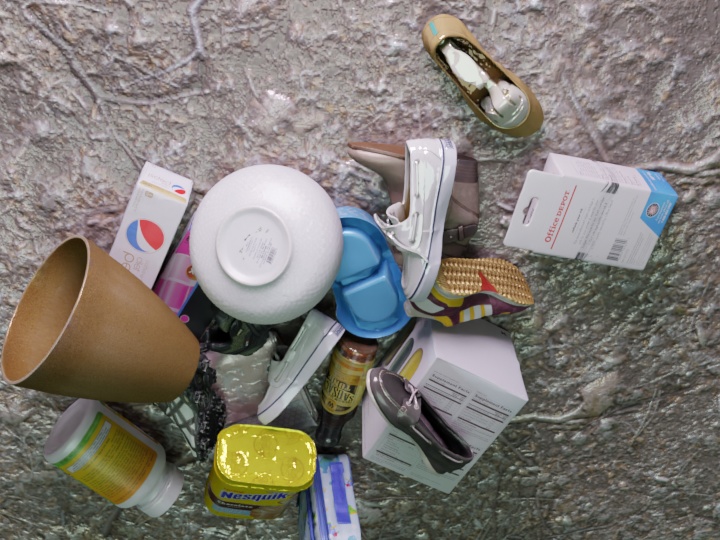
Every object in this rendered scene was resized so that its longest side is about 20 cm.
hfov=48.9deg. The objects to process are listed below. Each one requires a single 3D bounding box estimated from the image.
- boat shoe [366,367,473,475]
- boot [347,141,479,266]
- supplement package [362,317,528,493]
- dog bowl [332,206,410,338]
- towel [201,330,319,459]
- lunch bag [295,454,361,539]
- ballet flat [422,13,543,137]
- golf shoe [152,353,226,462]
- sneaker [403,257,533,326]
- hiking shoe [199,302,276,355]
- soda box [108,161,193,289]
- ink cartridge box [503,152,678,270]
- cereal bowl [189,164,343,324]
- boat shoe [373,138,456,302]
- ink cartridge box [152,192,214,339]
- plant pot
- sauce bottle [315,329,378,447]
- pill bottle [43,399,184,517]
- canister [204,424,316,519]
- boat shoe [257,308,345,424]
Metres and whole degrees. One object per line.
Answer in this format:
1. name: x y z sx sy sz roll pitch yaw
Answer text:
1. boat shoe: 0.079 0.186 1.008 0.056 0.067 0.201 -21 124 25
2. boot: 0.065 -0.078 1.003 0.197 0.070 0.148 6 111 -18
3. supplement package: 0.112 0.175 1.130 0.149 0.153 0.201 25 118 -15
4. dog bowl: 0.000 0.000 1.074 0.110 0.050 0.201 -22 122 12
5. towel: -0.184 0.192 1.203 0.197 0.032 0.193 -19 122 9
6. lunch bag: -0.049 0.398 1.242 0.081 0.201 0.163 3 125 -13
7. ballet flat: 0.146 -0.215 0.932 0.199 0.063 0.069 36 116 -23
8. golf shoe: -0.253 0.191 1.150 0.093 0.078 0.203 13 127 19
9. sneaker: 0.147 0.033 1.073 0.198 0.076 0.090 9 142 -37
10. hiking shoe: -0.146 0.049 1.060 0.100 0.076 0.201 -6 139 -51
11. soda box: -0.285 -0.035 1.031 0.067 0.064 0.201 22 119 -16
12. ink cartridge box: 0.287 -0.079 1.024 0.196 0.068 0.117 9 122 -9
13. cereal bowl: -0.122 -0.032 0.975 0.196 0.083 0.204 0 92 8
14. boat shoe: 0.054 -0.058 0.938 0.085 0.075 0.205 3 118 -13
15. ink cartridge box: -0.213 -0.002 1.074 0.094 0.037 0.201 27 116 -18
16. plant pot: -0.305 0.084 0.982 0.186 0.188 0.199 -40 131 21
17. sauce bottle: -0.026 0.180 1.181 0.065 0.066 0.202 10 121 -9
18. pill bottle: -0.370 0.290 1.210 0.110 0.112 0.200 -35 118 19
19. canister: -0.159 0.314 1.210 0.146 0.088 0.201 8 147 -13
20. boat shoe: -0.099 0.134 1.125 0.065 0.074 0.201 38 111 1
